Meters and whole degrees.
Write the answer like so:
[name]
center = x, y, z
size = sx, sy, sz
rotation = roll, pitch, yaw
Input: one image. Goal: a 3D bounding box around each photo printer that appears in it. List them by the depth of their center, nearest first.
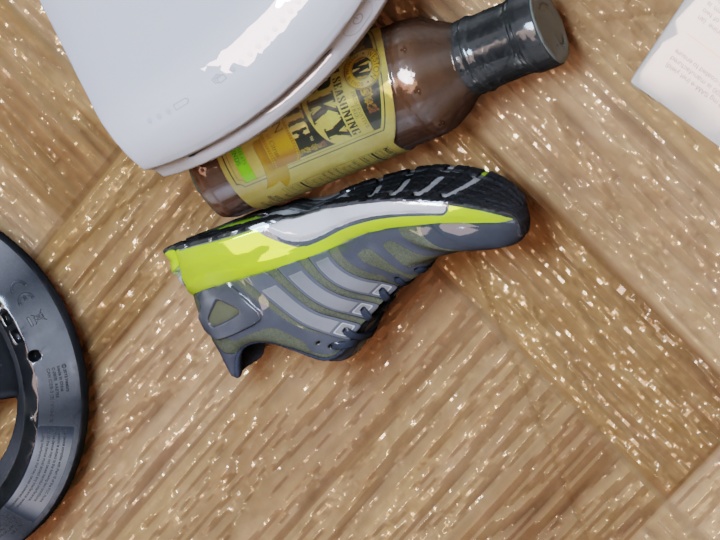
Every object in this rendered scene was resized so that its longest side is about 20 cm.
[photo printer]
center = -0.082, -0.158, 1.436
size = 0.166, 0.069, 0.201
rotation = -37, 65, 20

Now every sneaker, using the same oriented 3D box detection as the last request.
[sneaker]
center = 0.000, 0.000, 1.470
size = 0.199, 0.074, 0.081
rotation = -13, 101, 31

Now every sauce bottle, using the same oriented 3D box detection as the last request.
[sauce bottle]
center = 0.007, -0.087, 1.449
size = 0.199, 0.065, 0.065
rotation = -23, 90, 23

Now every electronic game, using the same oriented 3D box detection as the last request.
[electronic game]
center = -0.237, 0.063, 1.588
size = 0.199, 0.042, 0.201
rotation = 4, 100, 22

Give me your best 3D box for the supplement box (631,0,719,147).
[supplement box]
center = 0.234, -0.133, 1.340
size = 0.126, 0.073, 0.200
rotation = 38, 111, 12
